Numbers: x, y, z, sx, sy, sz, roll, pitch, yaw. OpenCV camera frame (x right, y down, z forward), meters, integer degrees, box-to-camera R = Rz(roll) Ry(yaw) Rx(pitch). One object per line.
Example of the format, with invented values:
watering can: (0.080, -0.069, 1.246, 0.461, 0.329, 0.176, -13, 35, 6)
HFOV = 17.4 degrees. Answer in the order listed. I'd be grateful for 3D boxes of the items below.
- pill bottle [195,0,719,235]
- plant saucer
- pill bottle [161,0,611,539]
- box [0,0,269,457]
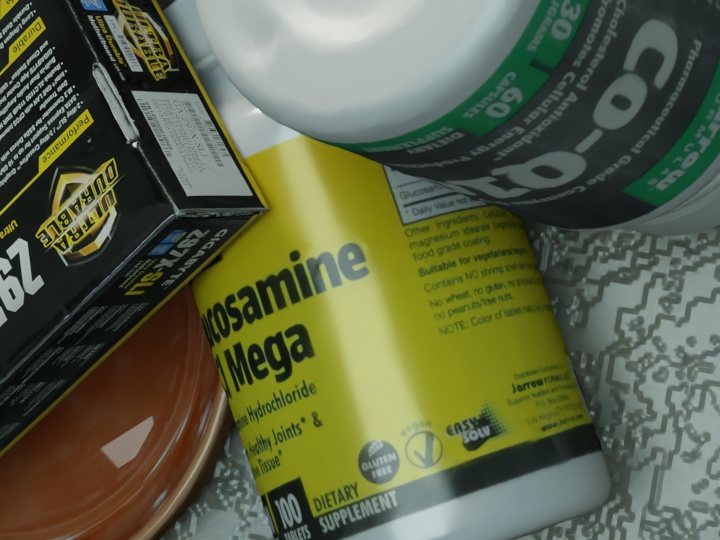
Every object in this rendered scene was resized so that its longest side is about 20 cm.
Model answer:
pill bottle: (0.051, -0.074, 0.685, 0.112, 0.200, 0.114, -7, 77, 33)
plant saucer: (-0.135, 0.022, 0.858, 0.199, 0.032, 0.202, -1, 87, 15)
pill bottle: (0.000, 0.000, 0.779, 0.112, 0.112, 0.201, -21, 82, 14)
box: (-0.141, -0.026, 0.782, 0.200, 0.049, 0.160, -42, 69, 29)
